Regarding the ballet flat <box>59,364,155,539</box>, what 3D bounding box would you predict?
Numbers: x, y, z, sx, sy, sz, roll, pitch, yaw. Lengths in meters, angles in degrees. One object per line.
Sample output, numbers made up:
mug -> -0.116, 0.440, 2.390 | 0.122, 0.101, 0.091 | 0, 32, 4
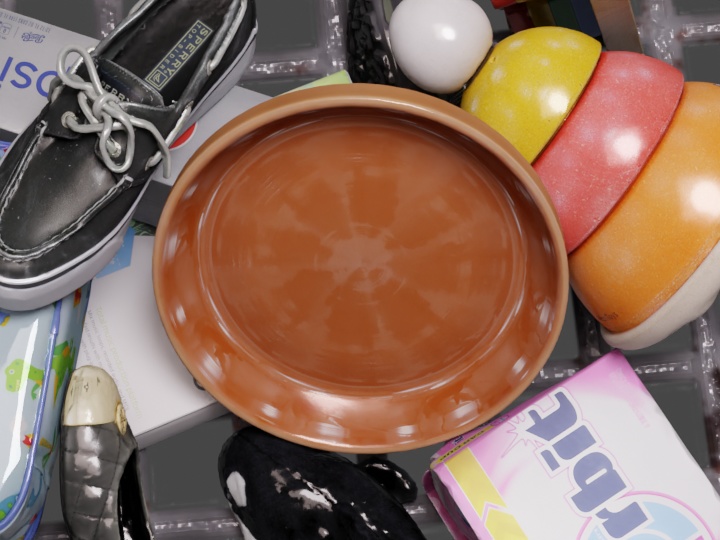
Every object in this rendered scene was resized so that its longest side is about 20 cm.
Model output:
ballet flat -> -0.105, 0.143, 0.889 | 0.056, 0.066, 0.202 | -12, 95, 15

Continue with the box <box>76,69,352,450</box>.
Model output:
box -> -0.069, -0.004, 0.963 | 0.198, 0.036, 0.145 | -22, 75, -9

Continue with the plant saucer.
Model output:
plant saucer -> 0.000, 0.000, 0.874 | 0.198, 0.202, 0.032 | 5, 33, 0

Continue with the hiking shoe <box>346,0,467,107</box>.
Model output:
hiking shoe -> 0.060, -0.087, 0.979 | 0.100, 0.076, 0.202 | -20, 84, -16

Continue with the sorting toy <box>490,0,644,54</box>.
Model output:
sorting toy -> 0.086, -0.209, 0.949 | 0.069, 0.199, 0.202 | -15, 74, 10

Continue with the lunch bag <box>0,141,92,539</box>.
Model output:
lunch bag -> -0.218, 0.032, 0.884 | 0.159, 0.083, 0.202 | 8, 72, -1

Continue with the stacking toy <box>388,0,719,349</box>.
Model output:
stacking toy -> 0.099, -0.070, 0.887 | 0.199, 0.146, 0.147 | 35, 75, -8

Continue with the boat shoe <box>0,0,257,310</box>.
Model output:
boat shoe -> -0.113, -0.070, 0.850 | 0.073, 0.068, 0.200 | 38, 68, 10

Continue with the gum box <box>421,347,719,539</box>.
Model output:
gum box -> 0.127, 0.148, 0.908 | 0.113, 0.066, 0.201 | -31, 77, -11

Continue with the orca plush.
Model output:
orca plush -> -0.002, 0.155, 0.900 | 0.104, 0.071, 0.201 | -25, 76, -8

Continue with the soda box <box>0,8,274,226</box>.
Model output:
soda box -> -0.129, -0.072, 0.930 | 0.198, 0.068, 0.064 | 19, 70, 6
